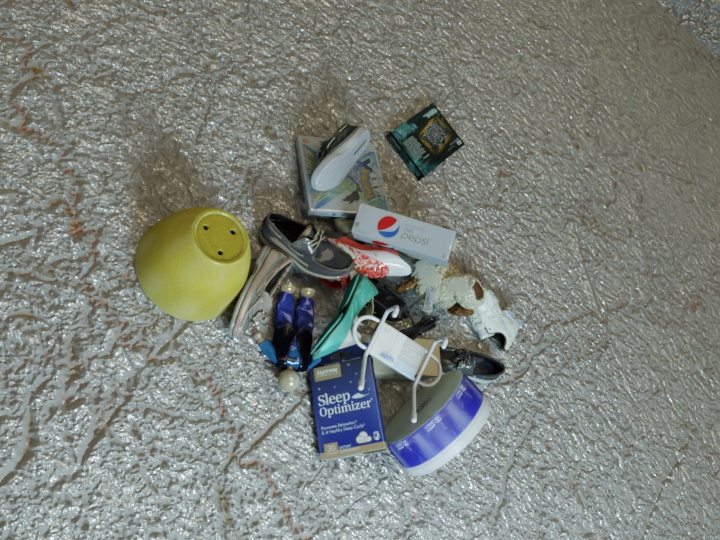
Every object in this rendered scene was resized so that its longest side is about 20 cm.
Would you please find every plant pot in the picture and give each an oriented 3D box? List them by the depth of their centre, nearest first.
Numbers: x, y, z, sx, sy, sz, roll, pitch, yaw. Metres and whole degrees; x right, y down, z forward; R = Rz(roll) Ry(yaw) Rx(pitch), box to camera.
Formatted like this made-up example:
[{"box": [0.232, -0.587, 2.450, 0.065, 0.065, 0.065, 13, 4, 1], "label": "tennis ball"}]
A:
[{"box": [-0.267, -0.029, 1.242, 0.199, 0.142, 0.201, 16, 60, -30], "label": "plant pot"}]

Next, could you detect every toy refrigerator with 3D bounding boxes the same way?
[{"box": [0.060, 0.174, 1.433, 0.199, 0.070, 0.076, 7, 70, -32], "label": "toy refrigerator"}]

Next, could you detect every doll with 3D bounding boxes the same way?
[{"box": [-0.130, 0.126, 1.328, 0.136, 0.048, 0.201, 12, 60, -20], "label": "doll"}]

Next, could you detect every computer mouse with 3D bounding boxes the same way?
[{"box": [0.040, 0.087, 1.432, 0.200, 0.046, 0.140, 33, 32, 19], "label": "computer mouse"}]

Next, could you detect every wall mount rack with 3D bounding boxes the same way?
[{"box": [0.069, 0.167, 1.297, 0.199, 0.075, 0.174, 33, 68, -14], "label": "wall mount rack"}]

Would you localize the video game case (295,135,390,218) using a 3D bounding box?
[{"box": [-0.038, -0.198, 1.531, 0.181, 0.022, 0.201, 2, 58, -22], "label": "video game case"}]

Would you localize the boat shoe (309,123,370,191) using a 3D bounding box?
[{"box": [-0.056, -0.235, 1.501, 0.071, 0.072, 0.200, 22, 49, 22], "label": "boat shoe"}]

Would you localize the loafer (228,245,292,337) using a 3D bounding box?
[{"box": [-0.179, 0.039, 1.312, 0.063, 0.072, 0.201, 19, 52, -1], "label": "loafer"}]

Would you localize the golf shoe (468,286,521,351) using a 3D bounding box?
[{"box": [0.278, 0.103, 1.625, 0.200, 0.078, 0.098, 35, 58, -17], "label": "golf shoe"}]

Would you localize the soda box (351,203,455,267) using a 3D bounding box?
[{"box": [0.085, -0.070, 1.434, 0.199, 0.068, 0.064, 17, 81, 8], "label": "soda box"}]

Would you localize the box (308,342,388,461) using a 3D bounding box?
[{"box": [-0.026, 0.234, 1.313, 0.032, 0.120, 0.201, 56, 23, -66], "label": "box"}]

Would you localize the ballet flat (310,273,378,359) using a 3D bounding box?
[{"box": [-0.020, 0.095, 1.344, 0.070, 0.067, 0.200, 35, 57, -8], "label": "ballet flat"}]

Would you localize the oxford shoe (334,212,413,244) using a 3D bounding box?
[{"box": [0.031, -0.106, 1.549, 0.199, 0.071, 0.074, -16, 73, -41], "label": "oxford shoe"}]

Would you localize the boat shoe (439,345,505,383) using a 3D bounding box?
[{"box": [0.226, 0.198, 1.541, 0.199, 0.066, 0.070, 21, 57, -27], "label": "boat shoe"}]

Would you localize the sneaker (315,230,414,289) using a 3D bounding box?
[{"box": [-0.001, 0.000, 1.440, 0.200, 0.067, 0.108, 19, 56, 5], "label": "sneaker"}]

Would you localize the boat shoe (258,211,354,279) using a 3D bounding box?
[{"box": [-0.104, -0.049, 1.374, 0.199, 0.073, 0.075, 23, 56, 5], "label": "boat shoe"}]

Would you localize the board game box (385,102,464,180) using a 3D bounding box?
[{"box": [0.162, -0.320, 1.777, 0.135, 0.028, 0.200, 52, 49, -3], "label": "board game box"}]

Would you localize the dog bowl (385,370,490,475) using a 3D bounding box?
[{"box": [0.139, 0.280, 1.339, 0.079, 0.200, 0.200, 49, 49, -4], "label": "dog bowl"}]

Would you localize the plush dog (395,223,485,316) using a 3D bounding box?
[{"box": [0.165, 0.026, 1.535, 0.201, 0.160, 0.172, 64, 8, 21], "label": "plush dog"}]
